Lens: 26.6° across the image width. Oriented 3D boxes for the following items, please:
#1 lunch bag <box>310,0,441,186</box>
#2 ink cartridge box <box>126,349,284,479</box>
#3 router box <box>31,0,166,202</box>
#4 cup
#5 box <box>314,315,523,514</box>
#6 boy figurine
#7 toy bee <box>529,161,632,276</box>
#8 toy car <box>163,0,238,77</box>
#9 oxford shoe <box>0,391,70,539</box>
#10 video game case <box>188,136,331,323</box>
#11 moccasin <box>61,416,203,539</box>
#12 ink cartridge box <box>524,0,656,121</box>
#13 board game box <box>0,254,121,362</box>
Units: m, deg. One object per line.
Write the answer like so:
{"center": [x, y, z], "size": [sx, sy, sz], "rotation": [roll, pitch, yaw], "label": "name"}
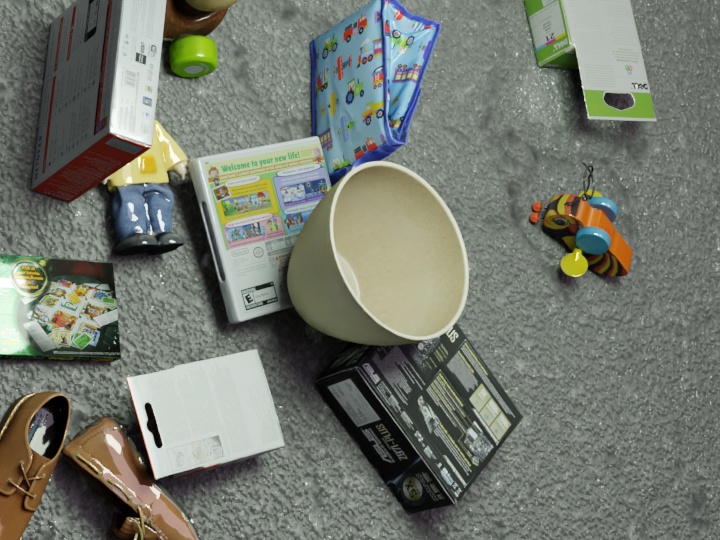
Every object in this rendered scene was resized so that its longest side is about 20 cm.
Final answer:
{"center": [0.004, -0.197, 1.792], "size": [0.093, 0.150, 0.202], "rotation": [24, 61, -30], "label": "lunch bag"}
{"center": [-0.170, 0.152, 1.572], "size": [0.199, 0.050, 0.110], "rotation": [-8, 79, -53], "label": "ink cartridge box"}
{"center": [-0.267, -0.194, 1.555], "size": [0.048, 0.179, 0.202], "rotation": [16, 66, -33], "label": "router box"}
{"center": [0.000, 0.000, 1.678], "size": [0.199, 0.143, 0.203], "rotation": [20, 59, -36], "label": "cup"}
{"center": [0.069, 0.150, 1.767], "size": [0.201, 0.086, 0.164], "rotation": [53, 50, -12], "label": "box"}
{"center": [-0.233, -0.118, 1.633], "size": [0.123, 0.064, 0.203], "rotation": [1, 78, -37], "label": "boy figurine"}
{"center": [0.286, -0.069, 2.022], "size": [0.131, 0.108, 0.202], "rotation": [-52, 133, -46], "label": "toy bee"}
{"center": [-0.182, -0.328, 1.655], "size": [0.156, 0.199, 0.166], "rotation": [6, 71, -37], "label": "toy car"}
{"center": [-0.328, 0.201, 1.443], "size": [0.071, 0.071, 0.202], "rotation": [31, 59, -28], "label": "oxford shoe"}
{"center": [-0.096, -0.049, 1.720], "size": [0.199, 0.022, 0.184], "rotation": [-16, 92, -48], "label": "video game case"}
{"center": [-0.221, 0.243, 1.514], "size": [0.078, 0.073, 0.202], "rotation": [-40, 104, -26], "label": "moccasin"}
{"center": [0.321, -0.295, 2.131], "size": [0.147, 0.075, 0.202], "rotation": [-2, 77, -39], "label": "ink cartridge box"}
{"center": [-0.334, 0.037, 1.525], "size": [0.198, 0.023, 0.106], "rotation": [5, 74, -38], "label": "board game box"}
